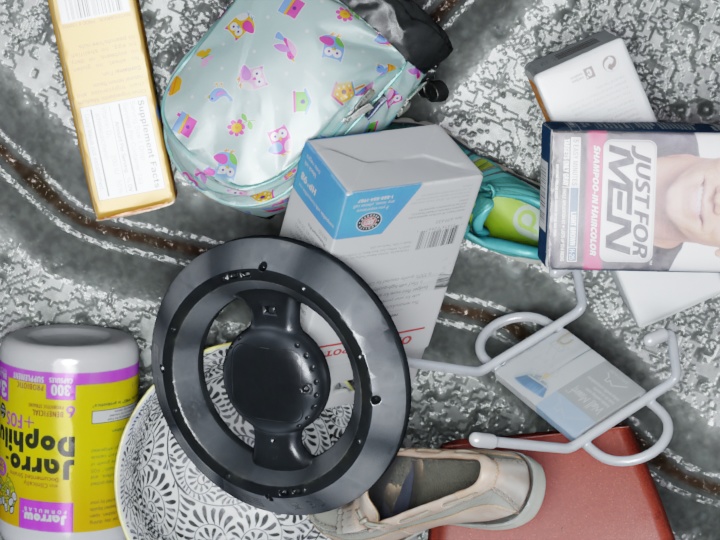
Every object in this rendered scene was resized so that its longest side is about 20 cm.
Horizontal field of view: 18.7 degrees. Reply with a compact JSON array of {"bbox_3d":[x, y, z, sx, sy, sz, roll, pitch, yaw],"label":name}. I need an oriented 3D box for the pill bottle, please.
[{"bbox_3d":[-0.218,0.146,1.632,0.104,0.104,0.200,2,99,0],"label":"pill bottle"}]

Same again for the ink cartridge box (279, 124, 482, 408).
[{"bbox_3d":[0.000,0.000,1.552,0.116,0.067,0.200,-9,133,-32],"label":"ink cartridge box"}]

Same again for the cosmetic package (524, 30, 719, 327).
[{"bbox_3d":[0.192,-0.069,1.598,0.071,0.101,0.200,-24,98,4],"label":"cosmetic package"}]

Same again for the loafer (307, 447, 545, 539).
[{"bbox_3d":[0.033,0.150,1.518,0.200,0.063,0.072,-12,63,40],"label":"loafer"}]

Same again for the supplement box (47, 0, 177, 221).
[{"bbox_3d":[-0.183,-0.141,1.604,0.069,0.067,0.200,-9,100,-2],"label":"supplement box"}]

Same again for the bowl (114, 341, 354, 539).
[{"bbox_3d":[-0.092,0.146,1.627,0.201,0.094,0.201,-1,95,-16],"label":"bowl"}]

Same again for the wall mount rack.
[{"bbox_3d":[0.122,0.073,1.546,0.174,0.200,0.075,-30,129,-18],"label":"wall mount rack"}]

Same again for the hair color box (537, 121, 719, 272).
[{"bbox_3d":[0.226,-0.051,1.520,0.200,0.061,0.100,1,99,-2],"label":"hair color box"}]

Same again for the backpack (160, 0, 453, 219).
[{"bbox_3d":[-0.053,-0.136,1.556,0.167,0.127,0.200,42,92,16],"label":"backpack"}]

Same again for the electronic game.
[{"bbox_3d":[-0.057,0.073,1.508,0.200,0.042,0.200,7,107,24],"label":"electronic game"}]

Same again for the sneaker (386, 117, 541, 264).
[{"bbox_3d":[0.074,-0.058,1.610,0.200,0.080,0.078,19,99,-2],"label":"sneaker"}]

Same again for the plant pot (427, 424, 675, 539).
[{"bbox_3d":[0.136,0.206,1.605,0.200,0.200,0.176,-6,87,1],"label":"plant pot"}]
